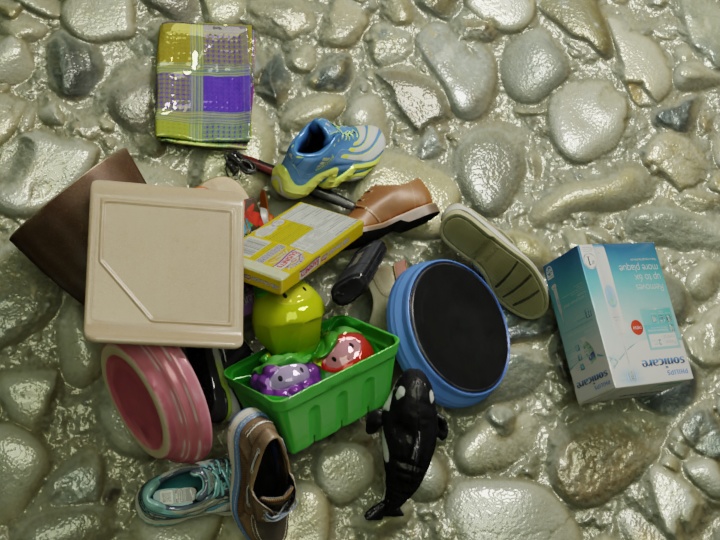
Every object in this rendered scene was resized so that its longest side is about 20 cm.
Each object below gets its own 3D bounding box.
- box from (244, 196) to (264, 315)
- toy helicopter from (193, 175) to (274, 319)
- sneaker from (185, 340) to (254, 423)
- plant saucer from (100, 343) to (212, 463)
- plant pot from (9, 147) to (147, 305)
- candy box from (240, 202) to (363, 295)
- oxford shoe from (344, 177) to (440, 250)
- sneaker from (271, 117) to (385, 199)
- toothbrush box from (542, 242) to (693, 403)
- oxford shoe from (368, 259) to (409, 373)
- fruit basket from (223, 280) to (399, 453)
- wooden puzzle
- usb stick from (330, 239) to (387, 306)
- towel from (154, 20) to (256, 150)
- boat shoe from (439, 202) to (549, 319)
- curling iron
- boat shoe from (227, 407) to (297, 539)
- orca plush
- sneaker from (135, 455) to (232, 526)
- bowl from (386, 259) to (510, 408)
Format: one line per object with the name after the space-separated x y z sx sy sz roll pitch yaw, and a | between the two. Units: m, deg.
-0.193 0.002 1.423 0.199 0.039 0.139 -26 102 -42 | box
-0.161 -0.032 1.531 0.131 0.079 0.203 -21 87 -26 | toy helicopter
-0.179 0.107 1.483 0.082 0.071 0.203 3 70 -35 | sneaker
-0.254 0.148 1.368 0.050 0.201 0.202 -28 77 -33 | plant saucer
-0.310 -0.019 1.443 0.187 0.187 0.201 -41 97 -20 | plant pot
-0.087 -0.032 1.431 0.101 0.027 0.200 20 32 23 | candy box
0.011 -0.077 1.566 0.198 0.071 0.072 -20 81 -27 | oxford shoe
-0.031 -0.169 1.555 0.199 0.105 0.076 -33 72 -33 | sneaker
0.352 0.071 1.552 0.144 0.085 0.203 -1 71 -29 | toothbrush box
0.050 0.090 1.528 0.073 0.071 0.203 -13 70 9 | oxford shoe
-0.069 0.094 1.418 0.213 0.155 0.219 -12 110 -36 | fruit basket
-0.228 -0.006 1.324 0.182 0.037 0.203 4 69 -17 | wooden puzzle
0.000 0.000 1.478 0.055 0.200 0.033 -38 96 16 | usb stick
-0.221 -0.268 1.607 0.141 0.023 0.203 4 66 -10 | towel
0.192 -0.020 1.575 0.200 0.074 0.069 46 24 -13 | boat shoe
-0.101 -0.121 1.582 0.197 0.026 0.050 21 48 -4 | curling iron
-0.116 0.267 1.367 0.072 0.203 0.072 -27 35 -28 | boat shoe
0.050 0.229 1.417 0.104 0.071 0.202 24 101 -7 | orca plush
-0.180 0.269 1.403 0.197 0.086 0.079 -15 74 -15 | sneaker
0.122 0.080 1.501 0.199 0.039 0.204 19 58 -33 | bowl
